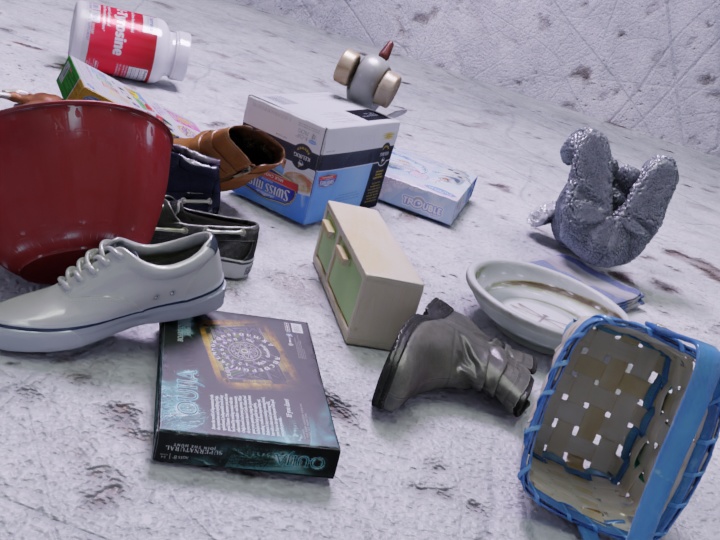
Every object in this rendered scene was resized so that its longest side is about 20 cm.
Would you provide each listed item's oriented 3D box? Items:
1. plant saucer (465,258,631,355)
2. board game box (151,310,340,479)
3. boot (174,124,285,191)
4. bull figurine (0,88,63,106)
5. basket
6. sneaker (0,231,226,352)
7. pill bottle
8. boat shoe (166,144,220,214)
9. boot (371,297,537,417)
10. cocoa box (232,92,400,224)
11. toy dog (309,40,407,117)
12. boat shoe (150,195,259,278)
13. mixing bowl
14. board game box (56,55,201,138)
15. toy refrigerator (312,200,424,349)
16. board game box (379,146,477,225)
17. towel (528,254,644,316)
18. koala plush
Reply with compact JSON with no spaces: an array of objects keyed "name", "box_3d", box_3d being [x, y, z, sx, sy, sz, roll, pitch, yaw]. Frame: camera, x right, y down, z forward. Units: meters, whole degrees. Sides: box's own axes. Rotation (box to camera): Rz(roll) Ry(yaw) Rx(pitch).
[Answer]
[{"name":"plant saucer","box_3d":[0.209,0.050,1.030,0.197,0.051,0.201,15,20,-6]},{"name":"board game box","box_3d":[-0.096,0.089,0.722,0.133,0.029,0.200,9,22,-14]},{"name":"boot","box_3d":[-0.200,-0.131,1.050,0.198,0.078,0.154,13,-16,-43]},{"name":"bull figurine","box_3d":[-0.396,-0.167,1.078,0.120,0.066,0.200,11,21,-18]},{"name":"basket","box_3d":[0.199,0.118,0.677,0.137,0.179,0.200,21,10,2]},{"name":"sneaker","box_3d":[-0.207,0.010,0.735,0.198,0.072,0.073,-14,28,-28]},{"name":"pill bottle","box_3d":[-0.400,-0.391,1.571,0.197,0.114,0.112,7,23,-23]},{"name":"boat shoe","box_3d":[-0.246,-0.103,0.996,0.197,0.094,0.075,13,21,-10]},{"name":"boot","box_3d":[0.096,0.092,0.825,0.129,0.068,0.200,28,24,12]},{"name":"cocoa box","box_3d":[-0.059,-0.156,1.221,0.132,0.133,0.199,26,22,23]},{"name":"toy dog","box_3d":[0.013,-0.266,1.335,0.131,0.097,0.200,39,-21,-11]},{"name":"boat shoe","box_3d":[-0.203,-0.048,0.933,0.197,0.064,0.071,12,21,-14]},{"name":"mixing bowl","box_3d":[-0.253,-0.054,0.787,0.197,0.110,0.200,-12,-14,-3]},{"name":"board game box","box_3d":[-0.293,-0.199,1.191,0.199,0.041,0.153,27,13,-33]},{"name":"toy refrigerator","box_3d":[0.000,0.000,0.958,0.069,0.077,0.200,10,23,-17]},{"name":"board game box","box_3d":[0.072,-0.144,1.419,0.197,0.044,0.199,21,20,10]},{"name":"towel","box_3d":[0.276,0.021,1.196,0.146,0.024,0.199,31,25,34]},{"name":"koala plush","box_3d":[0.340,-0.082,1.342,0.175,0.186,0.200,19,-11,-6]}]
